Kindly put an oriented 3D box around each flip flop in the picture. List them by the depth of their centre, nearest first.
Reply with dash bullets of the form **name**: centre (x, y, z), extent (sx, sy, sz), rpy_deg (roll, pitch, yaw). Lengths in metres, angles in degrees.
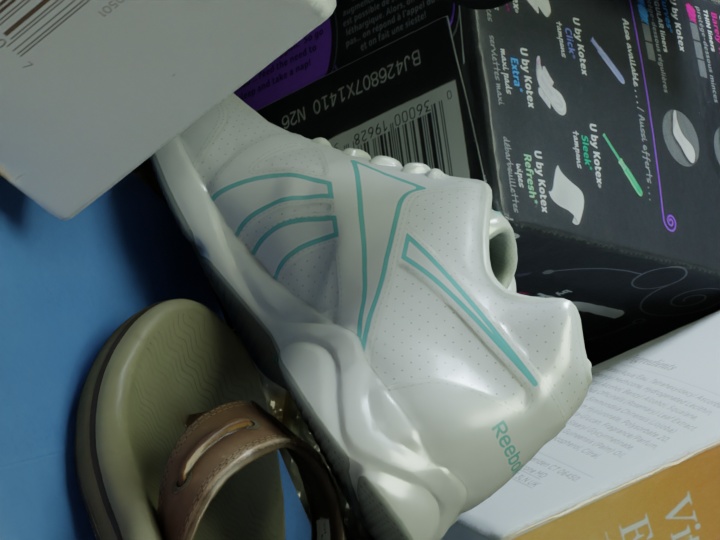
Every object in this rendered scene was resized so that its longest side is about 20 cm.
- **flip flop**: centre (-0.033, 0.073, 0.678), extent (0.081, 0.057, 0.200), rpy_deg (50, 17, -24)

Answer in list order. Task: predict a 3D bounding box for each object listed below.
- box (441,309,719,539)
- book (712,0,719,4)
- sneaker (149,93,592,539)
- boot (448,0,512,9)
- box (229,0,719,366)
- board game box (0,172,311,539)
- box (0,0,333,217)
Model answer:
- **box**: centre (0.126, 0.099, 0.806), extent (0.199, 0.106, 0.153), rpy_deg (-23, 104, -17)
- **book**: centre (0.022, -0.148, 0.865), extent (0.133, 0.048, 0.200), rpy_deg (12, 18, -41)
- **sneaker**: centre (0.000, 0.000, 0.751), extent (0.200, 0.080, 0.071), rpy_deg (52, -8, 47)
- **boot**: centre (0.077, -0.186, 0.715), extent (0.168, 0.076, 0.201), rpy_deg (-25, 121, -36)
- **box**: centre (0.061, -0.030, 0.880), extent (0.200, 0.122, 0.107), rpy_deg (12, 65, -45)
- **board game box**: centre (-0.079, 0.053, 0.742), extent (0.158, 0.039, 0.201), rpy_deg (-10, 75, -64)
- **box**: centre (-0.096, -0.145, 0.729), extent (0.152, 0.106, 0.200), rpy_deg (37, 32, -30)
